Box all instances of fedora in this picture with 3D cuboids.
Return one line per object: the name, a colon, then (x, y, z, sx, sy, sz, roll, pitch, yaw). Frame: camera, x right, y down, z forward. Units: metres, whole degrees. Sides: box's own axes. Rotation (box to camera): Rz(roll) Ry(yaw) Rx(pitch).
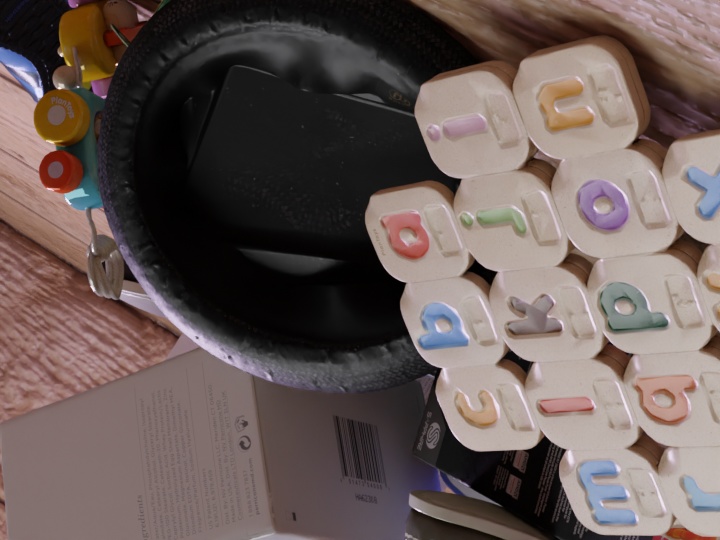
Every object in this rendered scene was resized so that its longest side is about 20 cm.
fedora: (-0.014, -0.045, 0.741, 0.199, 0.202, 0.092, 32, -159, 8)

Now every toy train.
toy train: (-0.130, -0.087, 0.970, 0.055, 0.201, 0.151, -11, 131, 14)

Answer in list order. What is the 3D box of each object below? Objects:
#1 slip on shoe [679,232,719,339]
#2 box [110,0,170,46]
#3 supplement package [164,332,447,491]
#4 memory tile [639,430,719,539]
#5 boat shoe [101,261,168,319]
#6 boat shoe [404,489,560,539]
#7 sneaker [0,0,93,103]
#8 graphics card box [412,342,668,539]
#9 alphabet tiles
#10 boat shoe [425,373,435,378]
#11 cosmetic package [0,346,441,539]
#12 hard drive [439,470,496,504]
slip on shoe: (0.158, 0.037, 0.687, 0.061, 0.075, 0.200, -28, 135, 27)
box: (-0.037, -0.082, 0.881, 0.199, 0.049, 0.117, 27, 169, 27)
supplement package: (-0.025, 0.089, 1.274, 0.200, 0.192, 0.147, 39, 169, -27)
memory tile: (0.213, 0.096, 0.693, 0.197, 0.017, 0.154, 4, 153, 14)
boat shoe: (-0.094, -0.001, 0.984, 0.073, 0.061, 0.199, 22, 170, -34)
boat shoe: (0.105, 0.176, 0.918, 0.200, 0.061, 0.072, 24, -178, -25)
sneaker: (-0.219, -0.162, 1.082, 0.078, 0.066, 0.200, 42, 175, 27)
graphics card box: (0.123, 0.081, 0.891, 0.051, 0.127, 0.199, 8, -169, -45)
alphabet tiles: (0.092, 0.012, 0.626, 0.194, 0.015, 0.202, -9, 111, 44)
boat shoe: (0.036, 0.055, 1.102, 0.198, 0.062, 0.073, 17, -159, -23)
cosmetic package: (-0.083, 0.136, 1.024, 0.198, 0.124, 0.199, -22, 157, 27)
hard drive: (0.106, 0.158, 1.099, 0.132, 0.025, 0.200, 40, -179, 1)
